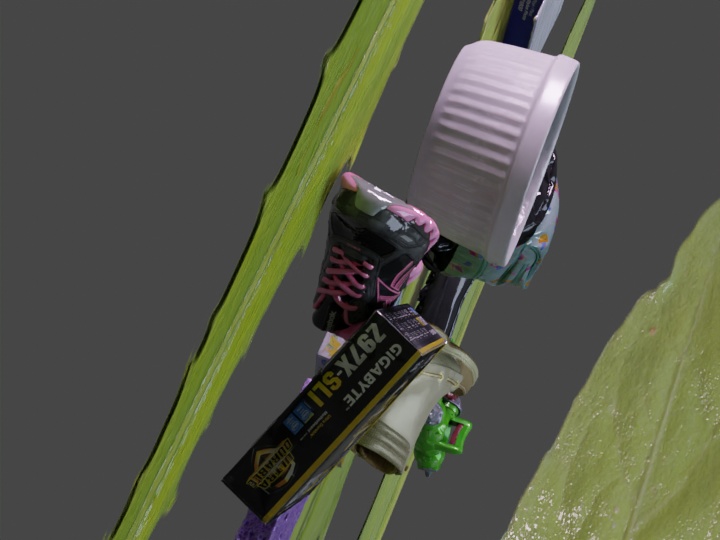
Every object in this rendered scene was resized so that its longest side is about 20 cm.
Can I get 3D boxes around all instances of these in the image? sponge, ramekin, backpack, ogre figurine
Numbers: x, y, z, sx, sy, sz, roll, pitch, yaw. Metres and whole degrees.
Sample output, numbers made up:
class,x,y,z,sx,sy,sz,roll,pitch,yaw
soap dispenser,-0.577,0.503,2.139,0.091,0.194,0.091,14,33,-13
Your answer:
class,x,y,z,sx,sy,sz,roll,pitch,yaw
sponge,-0.070,0.195,1.603,0.112,0.030,0.200,101,12,-55
ramekin,0.118,-0.114,1.868,0.200,0.105,0.201,21,90,-84
backpack,0.133,-0.058,2.061,0.200,0.126,0.168,107,1,-66
ogre figurine,0.092,0.170,2.553,0.200,0.098,0.120,120,-15,-52

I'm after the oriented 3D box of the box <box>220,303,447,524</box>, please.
class,x,y,z,sx,sy,sz,roll,pitch,yaw
box,-0.014,0.098,1.460,0.160,0.049,0.200,-46,175,5

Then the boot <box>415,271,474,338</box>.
class,x,y,z,sx,sy,sz,roll,pitch,yaw
boot,0.102,0.031,2.329,0.165,0.065,0.201,18,90,-75

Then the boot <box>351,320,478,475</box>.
class,x,y,z,sx,sy,sz,roll,pitch,yaw
boot,0.054,0.142,2.158,0.156,0.073,0.200,-68,158,-10

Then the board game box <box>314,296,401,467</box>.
class,x,y,z,sx,sy,sz,roll,pitch,yaw
board game box,-0.002,0.066,1.737,0.200,0.034,0.135,98,14,-62

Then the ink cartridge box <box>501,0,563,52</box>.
class,x,y,z,sx,sy,sz,roll,pitch,yaw
ink cartridge box,0.184,-0.280,2.172,0.197,0.043,0.200,103,12,-56

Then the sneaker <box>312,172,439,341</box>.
class,x,y,z,sx,sy,sz,roll,pitch,yaw
sneaker,0.000,0.000,1.451,0.096,0.079,0.200,-56,169,-14
